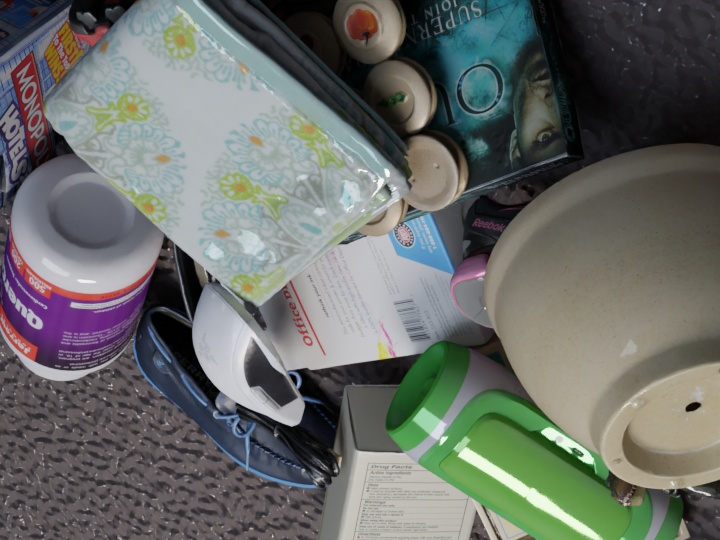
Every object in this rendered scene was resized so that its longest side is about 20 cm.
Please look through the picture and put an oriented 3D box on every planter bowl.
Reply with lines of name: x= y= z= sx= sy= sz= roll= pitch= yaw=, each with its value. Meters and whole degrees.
planter bowl: x=0.183 y=0.043 z=1.166 sx=0.199 sy=0.135 sz=0.201 roll=-7 pitch=139 yaw=-6

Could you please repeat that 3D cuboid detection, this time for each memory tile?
memory tile: x=-0.032 y=-0.088 z=1.272 sx=0.199 sy=0.017 sz=0.154 roll=-19 pitch=96 yaw=36

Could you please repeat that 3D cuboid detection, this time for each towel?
towel: x=-0.085 y=-0.082 z=1.234 sx=0.200 sy=0.048 sz=0.171 roll=43 pitch=129 yaw=-11

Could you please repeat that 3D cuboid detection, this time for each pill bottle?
pill bottle: x=-0.217 y=0.006 z=1.485 sx=0.112 sy=0.113 sz=0.200 roll=36 pitch=147 yaw=6

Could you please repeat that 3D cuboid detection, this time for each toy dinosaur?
toy dinosaur: x=0.224 y=0.128 z=1.269 sx=0.088 sy=0.200 sz=0.048 roll=10 pitch=91 yaw=26

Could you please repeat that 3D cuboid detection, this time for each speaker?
speaker: x=0.117 y=0.129 z=1.313 sx=0.199 sy=0.089 sz=0.088 roll=33 pitch=135 yaw=-13

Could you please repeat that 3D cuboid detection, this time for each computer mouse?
computer mouse: x=-0.076 y=0.079 z=1.360 sx=0.110 sy=0.044 sz=0.200 roll=44 pitch=168 yaw=36

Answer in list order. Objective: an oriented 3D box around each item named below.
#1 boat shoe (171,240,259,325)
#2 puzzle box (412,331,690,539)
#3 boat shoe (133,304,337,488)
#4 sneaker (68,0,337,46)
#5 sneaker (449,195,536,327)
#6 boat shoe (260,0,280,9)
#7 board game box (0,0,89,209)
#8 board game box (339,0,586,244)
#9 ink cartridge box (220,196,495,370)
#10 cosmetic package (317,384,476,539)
boat shoe: x=-0.108 y=-0.040 z=1.433 sx=0.072 sy=0.063 sz=0.201 roll=11 pitch=126 yaw=26
puzzle box: x=0.134 y=0.127 z=1.371 sx=0.132 sy=0.025 sz=0.201 roll=-24 pitch=109 yaw=6
boat shoe: x=-0.096 y=0.098 z=1.502 sx=0.199 sy=0.084 sz=0.069 roll=27 pitch=148 yaw=11
sneaker: x=-0.097 y=-0.165 z=1.338 sx=0.199 sy=0.071 sz=0.098 roll=-5 pitch=135 yaw=23
sneaker: x=0.156 y=-0.024 z=1.267 sx=0.198 sy=0.096 sz=0.079 roll=-5 pitch=138 yaw=8
boat shoe: x=-0.042 y=-0.215 z=1.237 sx=0.199 sy=0.067 sz=0.074 roll=-24 pitch=125 yaw=4
board game box: x=-0.258 y=-0.122 z=1.406 sx=0.061 sy=0.200 sz=0.201 roll=28 pitch=151 yaw=19
board game box: x=0.044 y=-0.108 z=1.264 sx=0.199 sy=0.028 sz=0.136 roll=-20 pitch=79 yaw=36
ink cartridge box: x=0.000 y=0.000 z=1.387 sx=0.199 sy=0.068 sz=0.116 roll=-10 pitch=113 yaw=36
cosmetic package: x=0.027 y=0.183 z=1.466 sx=0.103 sy=0.073 sz=0.201 roll=2 pitch=128 yaw=-11
